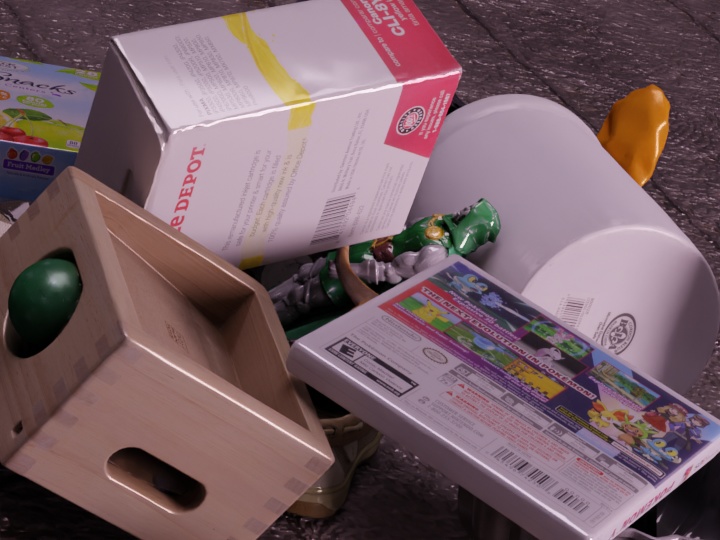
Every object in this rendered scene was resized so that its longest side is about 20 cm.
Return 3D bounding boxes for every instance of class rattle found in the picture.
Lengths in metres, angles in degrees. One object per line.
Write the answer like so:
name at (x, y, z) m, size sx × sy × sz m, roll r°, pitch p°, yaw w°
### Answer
rattle at (0.134, -0.062, 1.972) m, size 0.199 × 0.143 × 0.130 m, roll 7°, pitch 39°, yaw -29°

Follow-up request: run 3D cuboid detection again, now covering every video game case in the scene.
video game case at (0.084, 0.072, 1.483) m, size 0.200 × 0.023 × 0.182 m, roll 32°, pitch 31°, yaw 20°

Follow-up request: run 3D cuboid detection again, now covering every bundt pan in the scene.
bundt pan at (0.146, 0.140, 1.530) m, size 0.201 × 0.076 × 0.202 m, roll 11°, pitch 20°, yaw -4°

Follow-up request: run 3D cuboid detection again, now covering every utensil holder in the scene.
utensil holder at (0.127, 0.000, 1.762) m, size 0.169 × 0.171 × 0.200 m, roll 2°, pitch 25°, yaw -24°

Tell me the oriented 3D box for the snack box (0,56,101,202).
snack box at (-0.276, -0.102, 1.939) m, size 0.168 × 0.068 × 0.200 m, roll 9°, pitch 19°, yaw -6°

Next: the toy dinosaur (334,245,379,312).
toy dinosaur at (0.017, 0.033, 1.600) m, size 0.106 × 0.061 × 0.200 m, roll -6°, pitch 34°, yaw -47°

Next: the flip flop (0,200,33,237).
flip flop at (-0.157, 0.030, 1.644) m, size 0.199 × 0.058 × 0.081 m, roll 30°, pitch 51°, yaw -16°

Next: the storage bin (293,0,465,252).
storage bin at (-0.006, -0.095, 1.834) m, size 0.094 × 0.135 × 0.200 m, roll 50°, pitch 7°, yaw 28°

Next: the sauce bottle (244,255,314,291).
sauce bottle at (-0.082, -0.036, 1.880) m, size 0.066 × 0.066 × 0.200 m, roll 1°, pitch 23°, yaw -26°

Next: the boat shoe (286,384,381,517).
boat shoe at (-0.023, 0.081, 1.609) m, size 0.073 × 0.063 × 0.201 m, roll 14°, pitch 21°, yaw 6°

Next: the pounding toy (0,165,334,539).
pounding toy at (-0.151, 0.051, 1.449) m, size 0.200 × 0.142 × 0.184 m, roll 33°, pitch 20°, yaw -36°

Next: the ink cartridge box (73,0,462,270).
ink cartridge box at (-0.059, -0.077, 1.557) m, size 0.199 × 0.145 × 0.084 m, roll -14°, pitch 55°, yaw -30°

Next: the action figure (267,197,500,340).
action figure at (0.000, 0.000, 1.702) m, size 0.199 × 0.055 × 0.118 m, roll -21°, pitch 22°, yaw 19°

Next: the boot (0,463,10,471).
boot at (-0.258, 0.058, 1.533) m, size 0.199 × 0.070 × 0.174 m, roll 6°, pitch 21°, yaw -21°
